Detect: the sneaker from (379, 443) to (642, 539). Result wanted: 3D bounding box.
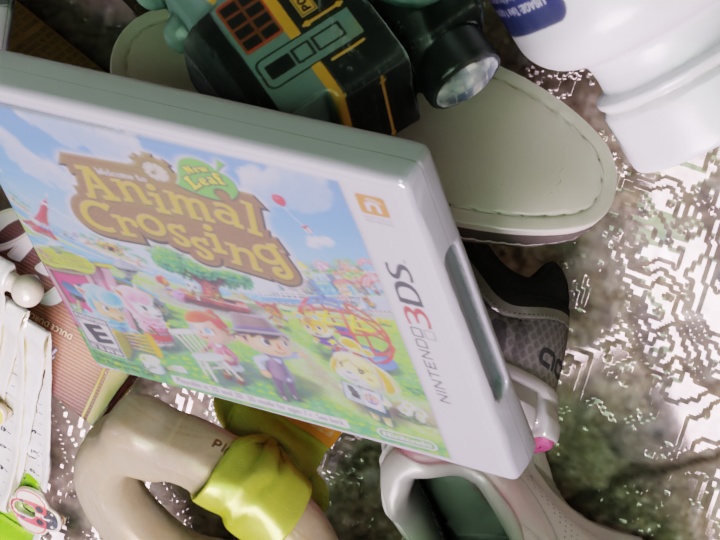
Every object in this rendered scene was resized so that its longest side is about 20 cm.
[{"bbox_3d":[0.075,0.138,1.245,0.200,0.099,0.078,42,115,-1],"label":"sneaker"}]

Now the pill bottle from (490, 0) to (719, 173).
[{"bbox_3d":[0.093,-0.145,1.127,0.119,0.120,0.201,-27,100,23],"label":"pill bottle"}]

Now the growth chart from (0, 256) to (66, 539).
[{"bbox_3d":[-0.188,0.041,1.291,0.144,0.018,0.201,22,138,19],"label":"growth chart"}]

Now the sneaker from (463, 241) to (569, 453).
[{"bbox_3d":[0.000,0.000,1.206,0.199,0.088,0.074,25,156,-5],"label":"sneaker"}]

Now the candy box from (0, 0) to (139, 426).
[{"bbox_3d":[-0.154,-0.042,1.272,0.200,0.056,0.117,39,115,1],"label":"candy box"}]

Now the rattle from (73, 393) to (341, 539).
[{"bbox_3d":[-0.053,0.094,1.309,0.129,0.143,0.200,9,147,7],"label":"rattle"}]

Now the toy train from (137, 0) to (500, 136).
[{"bbox_3d":[-0.034,-0.128,1.114,0.114,0.085,0.200,-33,70,-9],"label":"toy train"}]

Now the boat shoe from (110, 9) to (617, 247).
[{"bbox_3d":[0.000,-0.047,1.152,0.199,0.072,0.060,13,151,3],"label":"boat shoe"}]

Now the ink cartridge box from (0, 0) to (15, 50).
[{"bbox_3d":[-0.205,-0.121,1.161,0.145,0.084,0.201,9,113,-7],"label":"ink cartridge box"}]

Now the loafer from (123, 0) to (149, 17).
[{"bbox_3d":[-0.054,-0.114,1.219,0.073,0.071,0.200,-44,104,-9],"label":"loafer"}]

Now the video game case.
[{"bbox_3d":[-0.043,-0.001,1.116,0.199,0.022,0.182,14,148,28],"label":"video game case"}]
